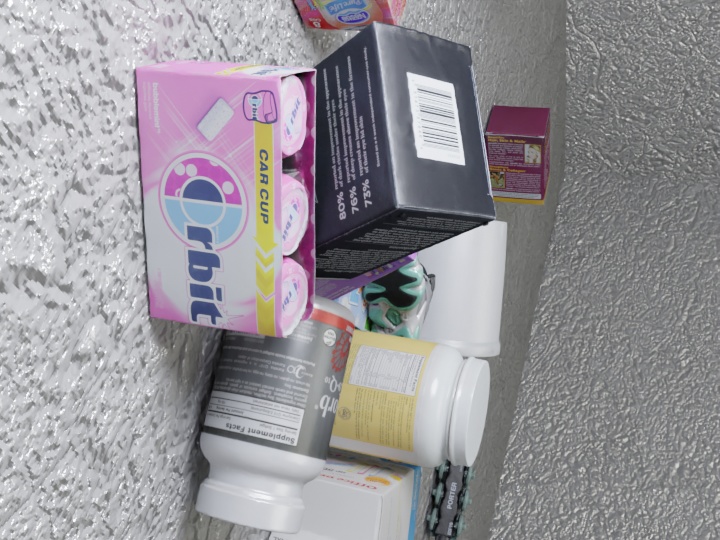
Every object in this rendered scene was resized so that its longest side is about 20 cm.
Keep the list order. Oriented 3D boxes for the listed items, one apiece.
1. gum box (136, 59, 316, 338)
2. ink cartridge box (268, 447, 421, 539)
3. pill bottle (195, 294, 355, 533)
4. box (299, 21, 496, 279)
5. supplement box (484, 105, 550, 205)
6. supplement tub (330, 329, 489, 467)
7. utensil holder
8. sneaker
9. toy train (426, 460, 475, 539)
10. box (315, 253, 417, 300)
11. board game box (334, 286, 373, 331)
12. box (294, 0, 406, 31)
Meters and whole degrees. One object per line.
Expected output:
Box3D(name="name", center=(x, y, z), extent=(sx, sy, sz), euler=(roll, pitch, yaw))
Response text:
Box3D(name="gum box", center=(-0.097, -0.050, 0.640), extent=(0.066, 0.113, 0.202), euler=(-42, 137, -63))
Box3D(name="ink cartridge box", center=(-0.017, 0.294, 1.008), extent=(0.200, 0.127, 0.126), euler=(4, 94, -73))
Box3D(name="pill bottle", center=(-0.079, 0.123, 0.768), extent=(0.116, 0.115, 0.202), euler=(44, 56, -68))
Box3D(name="box", center=(-0.001, -0.086, 0.709), extent=(0.104, 0.199, 0.149), euler=(3, 75, -37))
Box3D(name="supplement box", center=(0.350, -0.254, 1.900), extent=(0.201, 0.130, 0.104), euler=(79, 25, -47))
Box3D(name="supplement tub", center=(0.043, 0.151, 1.016), extent=(0.145, 0.198, 0.147), euler=(8, 90, -72))
Box3D(name="utensil holder", center=(0.139, 0.020, 1.309), extent=(0.170, 0.169, 0.202), euler=(0, 97, -72))
Box3D(name="sneaker", center=(0.056, 0.007, 1.094), extent=(0.201, 0.077, 0.140), euler=(94, 15, -46))
Box3D(name="toy train", center=(0.193, 0.481, 1.818), extent=(0.114, 0.084, 0.202), euler=(70, 32, -73))
Box3D(name="box", center=(0.009, -0.050, 0.879), extent=(0.200, 0.039, 0.138), euler=(-27, -142, 57))
Box3D(name="board game box", center=(0.000, 0.000, 1.084), extent=(0.200, 0.036, 0.153), euler=(43, 57, -67))
Box3D(name="box", center=(0.003, -0.344, 0.846), extent=(0.095, 0.102, 0.201), euler=(63, 37, -61))
